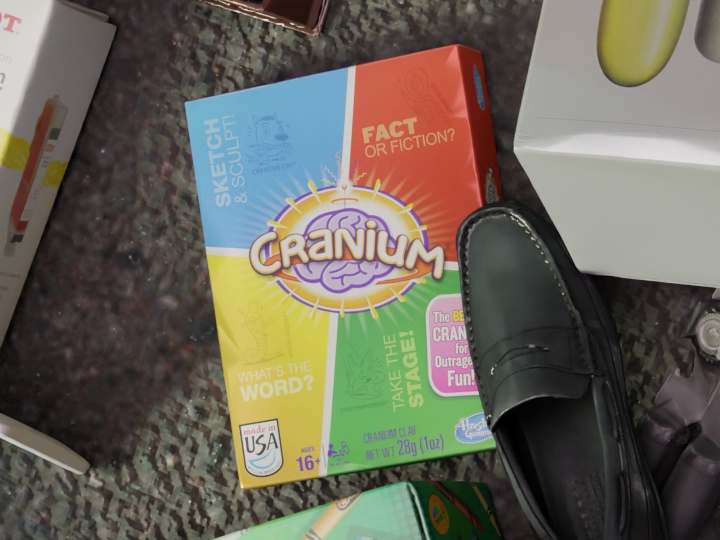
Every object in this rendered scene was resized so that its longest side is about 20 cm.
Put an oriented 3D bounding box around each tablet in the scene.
[{"bbox_3d":[-0.243,0.053,1.431,0.199,0.130,0.014,22,83,19],"label":"tablet"}]

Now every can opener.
[{"bbox_3d":[0.161,0.090,1.331,0.053,0.067,0.201,37,113,28],"label":"can opener"}]

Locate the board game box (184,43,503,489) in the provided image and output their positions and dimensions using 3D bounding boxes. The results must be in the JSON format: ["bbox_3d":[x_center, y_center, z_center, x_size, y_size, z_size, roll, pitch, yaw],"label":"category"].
[{"bbox_3d":[0.000,0.000,1.394,0.152,0.040,0.201,-11,84,19],"label":"board game box"}]

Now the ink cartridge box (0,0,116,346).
[{"bbox_3d":[-0.235,-0.066,1.453,0.144,0.083,0.201,20,92,18],"label":"ink cartridge box"}]

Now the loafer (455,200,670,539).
[{"bbox_3d":[0.090,0.057,1.295,0.068,0.070,0.202,-26,72,21],"label":"loafer"}]

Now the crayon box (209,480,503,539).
[{"bbox_3d":[-0.038,0.156,1.358,0.199,0.119,0.059,-18,80,18],"label":"crayon box"}]

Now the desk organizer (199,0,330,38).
[{"bbox_3d":[-0.112,-0.185,1.422,0.199,0.077,0.072,19,94,19],"label":"desk organizer"}]

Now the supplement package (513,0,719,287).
[{"bbox_3d":[0.190,-0.107,1.248,0.190,0.147,0.201,6,70,20],"label":"supplement package"}]
